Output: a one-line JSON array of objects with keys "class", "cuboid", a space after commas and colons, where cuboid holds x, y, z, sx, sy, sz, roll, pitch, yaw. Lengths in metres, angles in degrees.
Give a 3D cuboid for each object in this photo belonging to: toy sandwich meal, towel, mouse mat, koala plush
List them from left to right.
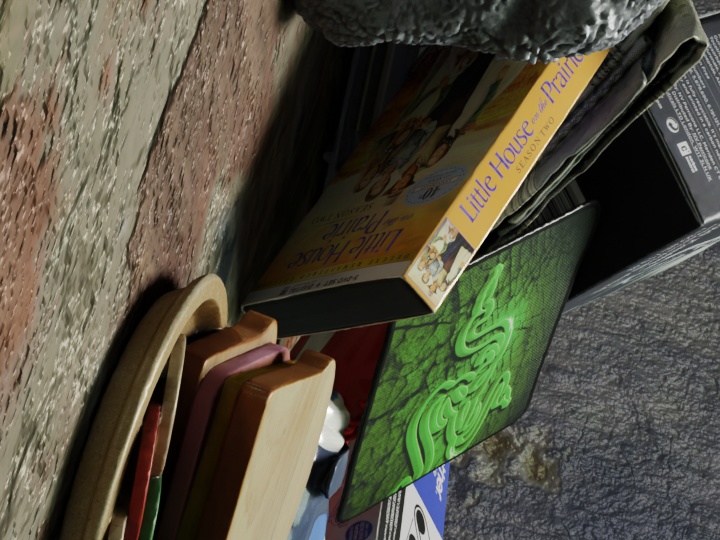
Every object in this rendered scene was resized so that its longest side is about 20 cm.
[{"class": "toy sandwich meal", "cuboid": [-0.069, 0.096, 0.806, 0.205, 0.070, 0.206, 16, 90, -84]}, {"class": "mouse mat", "cuboid": [0.061, 0.054, 1.094, 0.160, 0.008, 0.201, -27, 149, -33]}, {"class": "koala plush", "cuboid": [0.069, -0.192, 0.959, 0.200, 0.183, 0.178, -99, -157, -76]}, {"class": "towel", "cuboid": [0.100, -0.123, 1.076, 0.193, 0.034, 0.201, -45, -146, 25]}]

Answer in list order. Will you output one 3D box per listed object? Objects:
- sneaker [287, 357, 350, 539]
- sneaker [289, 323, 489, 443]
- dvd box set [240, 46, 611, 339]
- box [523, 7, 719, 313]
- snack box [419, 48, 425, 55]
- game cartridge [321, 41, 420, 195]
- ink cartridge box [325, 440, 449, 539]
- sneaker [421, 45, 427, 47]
[{"class": "sneaker", "cuboid": [-0.041, 0.132, 1.105, 0.200, 0.080, 0.147, 82, 28, -63]}, {"class": "sneaker", "cuboid": [0.012, 0.078, 1.162, 0.201, 0.115, 0.078, -62, 168, 6]}, {"class": "dvd box set", "cuboid": [0.035, -0.051, 0.995, 0.146, 0.029, 0.200, -11, -142, 54]}, {"class": "box", "cuboid": [0.177, -0.066, 1.186, 0.196, 0.124, 0.200, -22, 173, -41]}, {"class": "snack box", "cuboid": [0.068, -0.170, 1.397, 0.169, 0.067, 0.201, -50, 155, -81]}, {"class": "game cartridge", "cuboid": [0.017, -0.148, 1.160, 0.130, 0.038, 0.201, -72, 176, -60]}, {"class": "ink cartridge box", "cuboid": [0.017, 0.156, 1.238, 0.201, 0.044, 0.094, -81, 150, -51]}, {"class": "sneaker", "cuboid": [0.066, -0.190, 1.241, 0.076, 0.091, 0.201, 36, 38, -70]}]
